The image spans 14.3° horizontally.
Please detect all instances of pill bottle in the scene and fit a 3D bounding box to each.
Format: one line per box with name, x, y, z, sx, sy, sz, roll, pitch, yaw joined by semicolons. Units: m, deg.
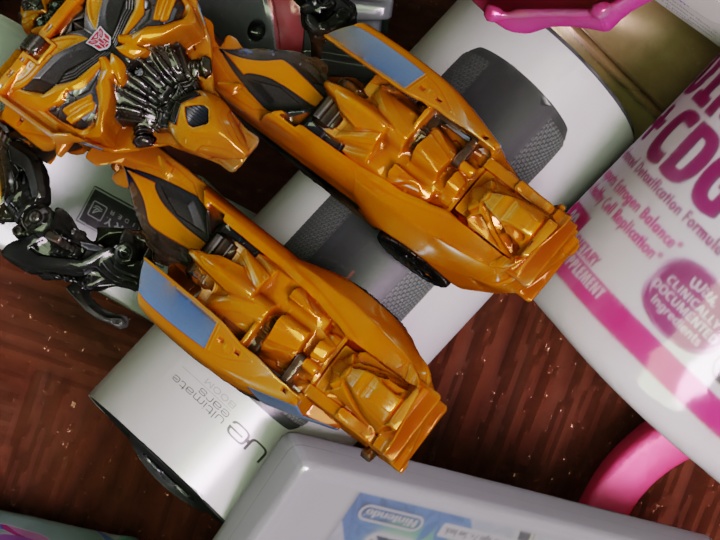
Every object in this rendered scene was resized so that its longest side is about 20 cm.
pill bottle;0.159;-0.032;0.959;0.113;0.113;0.200;43;97;-9

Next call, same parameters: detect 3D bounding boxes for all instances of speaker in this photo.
speaker;0.000;0.000;0.988;0.081;0.081;0.200;45;83;-9

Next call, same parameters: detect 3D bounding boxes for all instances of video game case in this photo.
video game case;0.009;0.149;1.012;0.199;0.022;0.183;16;118;-37

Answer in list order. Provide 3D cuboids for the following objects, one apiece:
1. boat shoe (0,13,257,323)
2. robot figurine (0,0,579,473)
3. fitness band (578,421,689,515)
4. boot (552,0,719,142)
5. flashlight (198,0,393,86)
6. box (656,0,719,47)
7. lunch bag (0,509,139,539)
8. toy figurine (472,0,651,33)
boat shoe;-0.106;-0.031;1.024;0.200;0.064;0.071;37;87;-20
robot figurine;-0.036;-0.035;0.928;0.200;0.058;0.145;37;82;14
fitness band;0.147;0.143;1.092;0.143;0.037;0.201;-6;103;1
boot;0.158;-0.128;1.024;0.200;0.066;0.175;-42;107;7
flashlight;-0.087;-0.103;1.023;0.199;0.068;0.068;4;123;-1
box;0.168;-0.166;0.975;0.041;0.039;0.200;38;79;11
lunch bag;-0.185;0.186;1.058;0.170;0.122;0.201;16;110;-6
toy figurine;0.041;-0.156;0.883;0.184;0.200;0.150;36;63;-12
